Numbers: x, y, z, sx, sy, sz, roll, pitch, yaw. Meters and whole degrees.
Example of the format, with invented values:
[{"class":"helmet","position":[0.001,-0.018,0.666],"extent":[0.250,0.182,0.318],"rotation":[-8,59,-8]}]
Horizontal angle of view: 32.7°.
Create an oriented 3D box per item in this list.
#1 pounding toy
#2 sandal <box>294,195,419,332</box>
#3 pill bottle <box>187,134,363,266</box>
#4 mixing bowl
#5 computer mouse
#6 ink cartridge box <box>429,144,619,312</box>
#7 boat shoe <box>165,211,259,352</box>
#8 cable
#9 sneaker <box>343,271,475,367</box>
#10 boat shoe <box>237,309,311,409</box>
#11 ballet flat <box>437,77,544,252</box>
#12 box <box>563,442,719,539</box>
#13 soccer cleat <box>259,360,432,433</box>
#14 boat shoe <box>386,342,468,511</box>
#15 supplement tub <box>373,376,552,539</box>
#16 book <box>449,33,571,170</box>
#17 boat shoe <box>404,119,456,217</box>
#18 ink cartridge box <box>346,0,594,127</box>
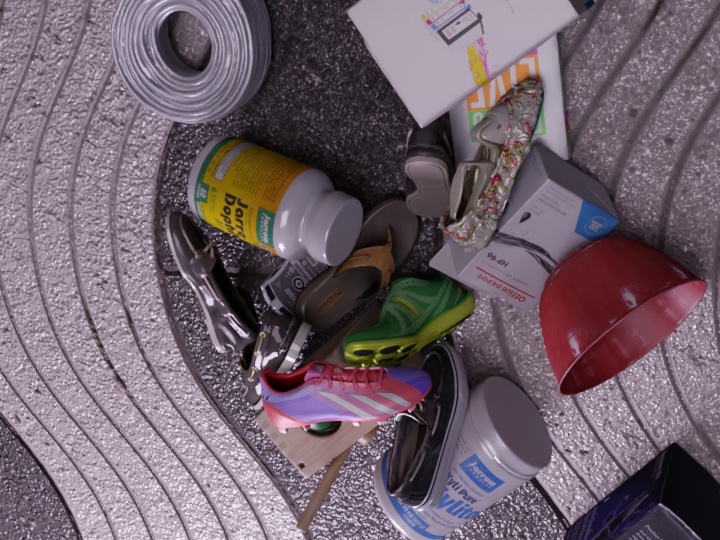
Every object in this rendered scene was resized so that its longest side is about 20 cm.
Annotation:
[{"class":"pounding toy","position":[-0.026,0.177,1.511],"extent":[0.143,0.200,0.184],"rotation":[48,119,-3]},{"class":"sandal","position":[0.000,0.000,1.478],"extent":[0.200,0.055,0.082],"rotation":[-44,117,1]},{"class":"pill bottle","position":[-0.100,-0.080,1.466],"extent":[0.198,0.112,0.114],"rotation":[24,118,24]},{"class":"mixing bowl","position":[0.273,0.034,1.364],"extent":[0.200,0.199,0.109],"rotation":[-47,64,29]},{"class":"computer mouse","position":[-0.087,0.029,1.567],"extent":[0.199,0.044,0.110],"rotation":[-39,89,34]},{"class":"ink cartridge box","position":[0.182,-0.031,1.397],"extent":[0.115,0.068,0.200],"rotation":[25,123,-27]},{"class":"boat shoe","position":[-0.181,0.010,1.533],"extent":[0.056,0.067,0.202],"rotation":[-14,116,13]},{"class":"cable","position":[-0.204,-0.278,1.472],"extent":[0.197,0.069,0.203],"rotation":[18,116,14]},{"class":"sneaker","position":[0.048,0.058,1.452],"extent":[0.084,0.198,0.074],"rotation":[54,140,15]},{"class":"boat shoe","position":[-0.118,0.108,1.524],"extent":[0.060,0.072,0.202],"rotation":[28,144,-5]},{"class":"ballet flat","position":[0.140,-0.118,1.327],"extent":[0.063,0.075,0.203],"rotation":[17,94,-26]},{"class":"box","position":[0.334,0.328,1.464],"extent":[0.104,0.148,0.200],"rotation":[43,118,1]},{"class":"soccer cleat","position":[-0.019,0.132,1.384],"extent":[0.197,0.067,0.077],"rotation":[-11,118,16]},{"class":"boat shoe","position":[0.076,0.177,1.441],"extent":[0.070,0.203,0.071],"rotation":[25,154,-37]},{"class":"supplement tub","position":[0.123,0.236,1.517],"extent":[0.132,0.132,0.200],"rotation":[48,120,-3]},{"class":"book","position":[0.162,-0.220,1.374],"extent":[0.131,0.048,0.204],"rotation":[-4,107,19]},{"class":"boat shoe","position":[0.083,-0.113,1.388],"extent":[0.066,0.200,0.058],"rotation":[6,75,7]},{"class":"ink cartridge box","position":[0.116,-0.272,1.270],"extent":[0.199,0.147,0.146],"rotation":[-33,95,23]}]
